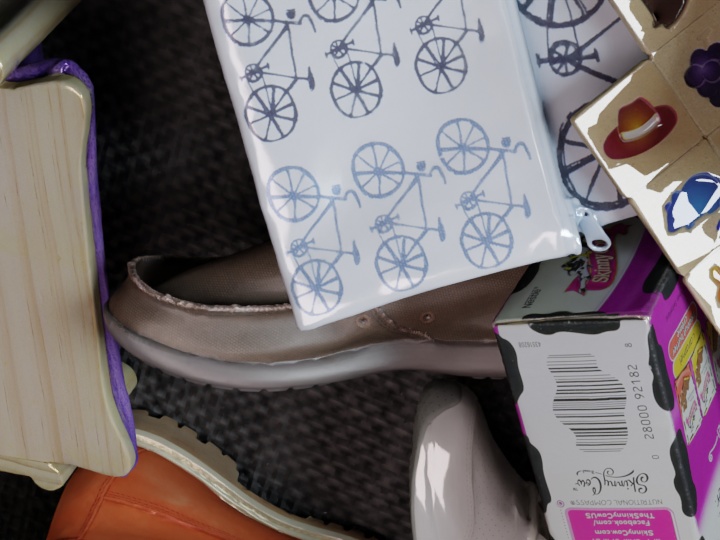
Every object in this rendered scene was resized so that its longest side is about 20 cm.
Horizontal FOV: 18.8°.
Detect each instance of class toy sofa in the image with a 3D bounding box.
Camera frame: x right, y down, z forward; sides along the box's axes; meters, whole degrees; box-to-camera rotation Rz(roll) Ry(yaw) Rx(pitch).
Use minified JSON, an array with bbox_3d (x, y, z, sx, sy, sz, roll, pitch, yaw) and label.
[{"bbox_3d":[-0.132,-0.015,0.890,0.097,0.083,0.201,5,121,16],"label":"toy sofa"}]

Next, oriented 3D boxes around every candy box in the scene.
[{"bbox_3d":[0.118,0.069,0.806,0.061,0.136,0.201,-4,117,28],"label":"candy box"}]

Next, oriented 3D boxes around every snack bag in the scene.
[{"bbox_3d":[0.048,-0.094,0.725,0.199,0.021,0.190,-15,96,1],"label":"snack bag"}]

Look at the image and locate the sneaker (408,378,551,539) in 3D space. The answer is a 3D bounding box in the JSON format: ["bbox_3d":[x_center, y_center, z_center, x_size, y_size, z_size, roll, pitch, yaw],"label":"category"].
[{"bbox_3d":[0.071,0.125,0.910,0.080,0.071,0.201,-9,122,16],"label":"sneaker"}]

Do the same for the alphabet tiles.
[{"bbox_3d":[0.171,-0.049,0.730,0.166,0.006,0.200,-38,104,-5],"label":"alphabet tiles"}]

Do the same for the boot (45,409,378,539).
[{"bbox_3d":[-0.049,0.152,0.945,0.199,0.107,0.075,29,124,2],"label":"boot"}]

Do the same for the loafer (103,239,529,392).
[{"bbox_3d":[0.000,0.000,0.840,0.199,0.073,0.071,-2,110,-7],"label":"loafer"}]
